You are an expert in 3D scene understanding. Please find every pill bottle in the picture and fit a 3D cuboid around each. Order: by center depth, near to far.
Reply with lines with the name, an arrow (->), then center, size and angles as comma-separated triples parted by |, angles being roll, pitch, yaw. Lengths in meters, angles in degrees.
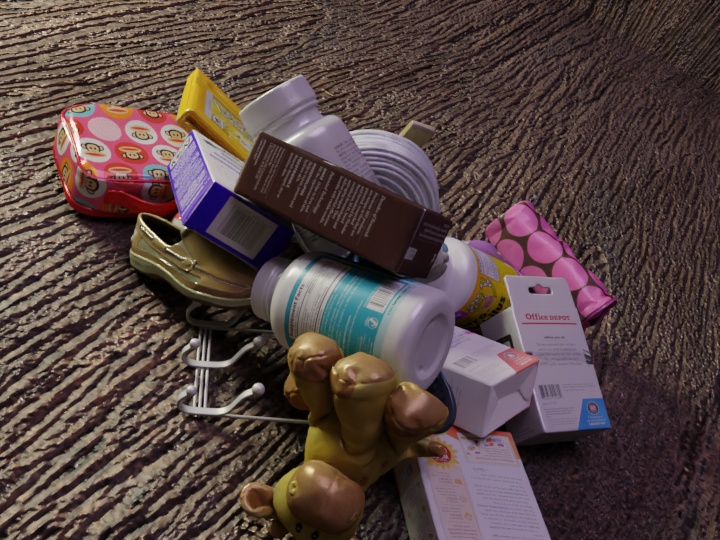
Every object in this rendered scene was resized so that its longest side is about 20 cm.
pill bottle -> -0.013, 0.046, 0.887 | 0.200, 0.111, 0.111 | 19, 27, 30
pill bottle -> -0.053, -0.119, 1.028 | 0.200, 0.114, 0.114 | 59, 35, -7
pill bottle -> 0.127, 0.019, 1.129 | 0.200, 0.104, 0.104 | 21, 29, -46

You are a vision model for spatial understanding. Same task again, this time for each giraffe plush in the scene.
giraffe plush -> -0.025, 0.181, 0.817 | 0.172, 0.200, 0.162 | 22, 64, 24

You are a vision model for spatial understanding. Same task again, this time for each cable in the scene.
cable -> 0.006, -0.084, 1.142 | 0.200, 0.200, 0.069 | 19, 26, -12

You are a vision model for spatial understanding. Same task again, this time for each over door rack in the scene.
over door rack -> -0.093, 0.102, 0.951 | 0.200, 0.067, 0.148 | 15, 37, -18

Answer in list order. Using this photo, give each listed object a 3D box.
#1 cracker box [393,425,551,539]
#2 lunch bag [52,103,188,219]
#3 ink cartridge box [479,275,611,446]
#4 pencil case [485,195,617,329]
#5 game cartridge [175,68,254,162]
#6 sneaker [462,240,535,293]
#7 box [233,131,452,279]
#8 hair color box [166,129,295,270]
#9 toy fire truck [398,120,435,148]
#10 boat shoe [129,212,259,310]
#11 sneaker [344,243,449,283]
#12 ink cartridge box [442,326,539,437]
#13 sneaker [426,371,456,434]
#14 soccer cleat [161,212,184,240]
cracker box -> 0.116, 0.255, 0.905 | 0.134, 0.058, 0.200 | 12, 36, -21
lunch bag -> -0.276, -0.129, 1.111 | 0.200, 0.082, 0.176 | 1, 43, -34
ink cartridge box -> 0.225, 0.111, 1.096 | 0.116, 0.068, 0.200 | 3, 65, -33
pencil case -> 0.265, -0.006, 1.202 | 0.200, 0.091, 0.094 | 55, 17, 23
game cartridge -> -0.175, -0.188, 1.217 | 0.176, 0.032, 0.200 | 43, 17, -24
sneaker -> 0.224, 0.010, 1.289 | 0.200, 0.073, 0.114 | 23, 31, -7
box -> -0.017, -0.066, 0.892 | 0.200, 0.075, 0.100 | 29, 7, 20
hair color box -> -0.153, -0.083, 1.000 | 0.109, 0.065, 0.200 | 33, 12, -27
toy fire truck -> 0.005, -0.143, 1.209 | 0.176, 0.200, 0.129 | 7, 32, -28
boat shoe -> -0.184, -0.017, 0.975 | 0.200, 0.076, 0.072 | 18, 25, 27
sneaker -> 0.000, 0.000, 1.035 | 0.086, 0.200, 0.078 | 16, 51, -57
ink cartridge box -> 0.090, 0.112, 1.024 | 0.200, 0.068, 0.116 | 21, 22, 34
sneaker -> 0.037, 0.108, 0.945 | 0.200, 0.066, 0.078 | 40, -9, 35
soccer cleat -> -0.153, -0.002, 1.063 | 0.200, 0.067, 0.076 | 40, 67, 7
